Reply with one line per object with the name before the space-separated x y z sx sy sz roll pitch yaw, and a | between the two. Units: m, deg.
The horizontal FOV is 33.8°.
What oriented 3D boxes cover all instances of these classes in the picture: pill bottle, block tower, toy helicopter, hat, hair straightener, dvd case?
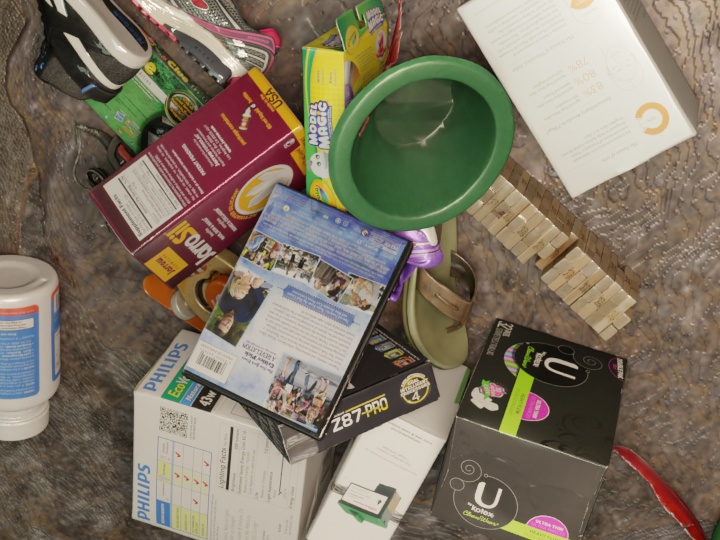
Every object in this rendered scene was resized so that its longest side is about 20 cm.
pill bottle | -0.405 0.093 1.376 0.112 0.112 0.201 13 117 12
block tower | 0.189 -0.026 1.157 0.200 0.058 0.054 42 120 -6
toy helicopter | -0.193 -0.003 1.285 0.200 0.079 0.132 38 134 4
hat | 0.393 0.263 1.239 0.165 0.177 0.200 -27 140 13
hat | 0.043 -0.163 1.103 0.165 0.176 0.200 31 111 -32
hair straightener | -0.247 -0.077 1.240 0.077 0.041 0.200 -40 73 -9
dvd case | -0.056 0.035 1.080 0.142 0.018 0.201 24 79 9

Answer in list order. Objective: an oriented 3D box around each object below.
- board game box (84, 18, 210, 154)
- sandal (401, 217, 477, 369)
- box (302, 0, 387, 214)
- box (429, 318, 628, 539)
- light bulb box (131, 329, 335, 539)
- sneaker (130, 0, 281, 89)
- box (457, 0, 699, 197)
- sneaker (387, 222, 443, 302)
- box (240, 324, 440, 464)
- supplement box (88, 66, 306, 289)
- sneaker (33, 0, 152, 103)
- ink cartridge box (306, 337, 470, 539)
board game box | -0.200 -0.154 1.242 0.200 0.023 0.105 47 122 -8
sandal | 0.084 0.011 1.188 0.057 0.080 0.202 15 121 41
box | -0.013 -0.152 1.126 0.048 0.117 0.201 11 117 18
box | 0.168 0.162 1.168 0.148 0.200 0.125 17 118 9
light bulb box | -0.138 0.199 1.322 0.199 0.125 0.199 16 124 11
sneaker | -0.167 -0.258 1.160 0.200 0.081 0.075 42 91 -4
box | 0.196 -0.188 1.052 0.124 0.098 0.200 -28 103 27
sneaker | 0.000 0.000 1.166 0.200 0.080 0.084 -26 89 47
box | -0.036 0.107 1.181 0.161 0.200 0.049 -23 112 -16
supplement box | -0.143 -0.086 1.146 0.200 0.110 0.086 -37 68 -1
sneaker | -0.308 -0.255 1.188 0.112 0.073 0.200 -39 86 28
ink cartridge box | 0.029 0.195 1.262 0.084 0.146 0.201 26 120 3
